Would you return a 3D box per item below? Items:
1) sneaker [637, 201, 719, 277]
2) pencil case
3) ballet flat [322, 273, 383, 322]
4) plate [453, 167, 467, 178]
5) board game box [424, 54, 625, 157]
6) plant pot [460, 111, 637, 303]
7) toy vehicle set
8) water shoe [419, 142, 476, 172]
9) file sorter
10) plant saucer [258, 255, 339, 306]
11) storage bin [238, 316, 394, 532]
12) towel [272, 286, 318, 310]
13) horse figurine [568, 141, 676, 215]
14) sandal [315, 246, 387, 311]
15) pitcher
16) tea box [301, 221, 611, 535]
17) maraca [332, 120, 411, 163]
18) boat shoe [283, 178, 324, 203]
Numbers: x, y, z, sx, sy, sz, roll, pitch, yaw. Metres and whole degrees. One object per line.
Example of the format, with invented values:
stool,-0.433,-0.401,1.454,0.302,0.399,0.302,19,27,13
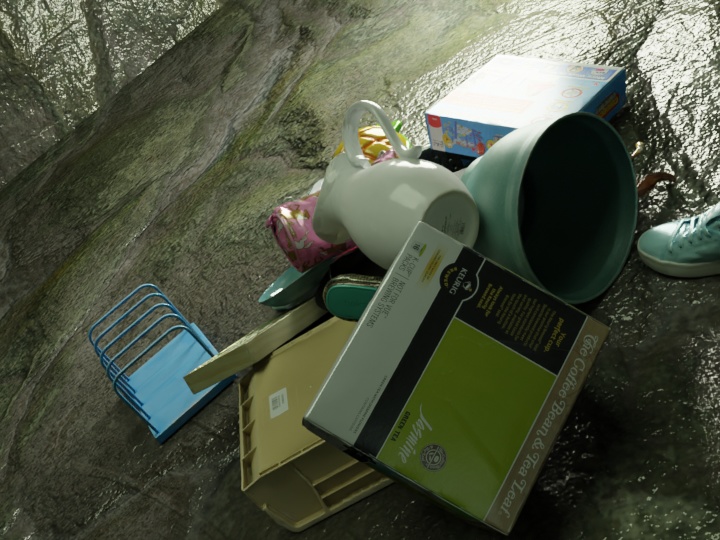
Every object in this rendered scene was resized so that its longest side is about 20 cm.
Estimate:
sneaker,0.363,-0.044,0.922,0.200,0.082,0.074,-2,43,45
pencil case,-0.015,-0.075,1.153,0.200,0.083,0.087,-29,52,-14
ballet flat,0.060,0.033,0.985,0.200,0.068,0.075,10,21,21
plate,0.082,-0.067,1.211,0.200,0.032,0.200,-41,13,-22
board game box,0.224,-0.218,1.248,0.200,0.056,0.196,17,44,36
plant pot,0.191,-0.070,1.018,0.134,0.200,0.200,8,51,51
toy vehicle set,-0.123,0.088,1.191,0.124,0.027,0.200,-29,3,35
water shoe,0.139,-0.171,1.364,0.200,0.072,0.079,-27,11,4
file sorter,-0.294,0.122,1.329,0.139,0.123,0.200,-41,30,-9
plant saucer,-0.055,-0.012,1.267,0.200,0.027,0.200,-39,8,6
storage bin,-0.033,0.158,1.036,0.198,0.094,0.200,-31,31,10
towel,-0.024,-0.005,1.328,0.200,0.023,0.153,-4,44,43
horse figurine,0.272,-0.095,1.122,0.200,0.050,0.133,-6,36,45
sandal,0.000,0.000,1.102,0.200,0.045,0.075,-21,58,52
pitcher,0.035,-0.089,0.993,0.121,0.172,0.200,-7,18,-33
tea box,0.080,0.099,0.829,0.200,0.197,0.134,-59,-3,-13
maraca,0.016,-0.176,1.443,0.137,0.107,0.200,-20,32,13
boat shoe,-0.084,-0.080,1.416,0.086,0.075,0.202,-20,20,20
